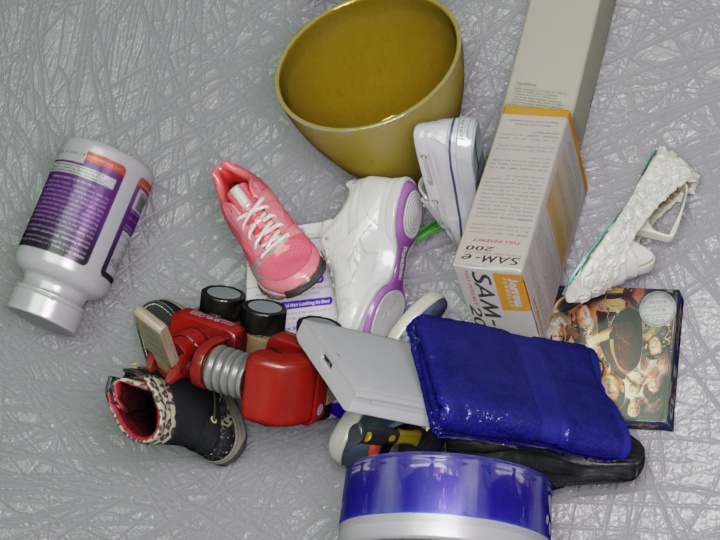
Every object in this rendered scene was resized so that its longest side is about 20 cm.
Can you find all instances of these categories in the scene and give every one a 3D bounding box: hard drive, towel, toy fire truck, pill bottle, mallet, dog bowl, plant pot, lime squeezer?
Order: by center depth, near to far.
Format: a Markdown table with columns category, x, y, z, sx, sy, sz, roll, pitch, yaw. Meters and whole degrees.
| category | x | y | z | sx | sy | sz | roll | pitch | yaw |
| --- | --- | --- | --- | --- | --- | --- | --- | --- | --- |
| towel | 0.143 | 0.113 | 1.563 | 0.148 | 0.198 | 0.050 | -105 | 34 | -52 |
| dog bowl | 0.079 | 0.231 | 1.572 | 0.198 | 0.200 | 0.080 | -2 | 69 | 19 |
| mallet | 0.037 | 0.145 | 1.574 | 0.041 | 0.200 | 0.066 | 23 | 85 | 23 |
| hard drive | 0.048 | 0.105 | 1.592 | 0.026 | 0.199 | 0.132 | -64 | 35 | 19 |
| toy fire truck | -0.129 | 0.083 | 1.612 | 0.175 | 0.200 | 0.130 | 17 | 111 | 25 |
| lime squeezer | 0.107 | -0.087 | 1.747 | 0.200 | 0.070 | 0.038 | -51 | 40 | 15 |
| plant pot | 0.025 | -0.170 | 1.759 | 0.198 | 0.143 | 0.201 | -11 | 47 | 12 |
| pill bottle | -0.313 | -0.036 | 1.860 | 0.111 | 0.111 | 0.202 | 16 | 76 | 24 |

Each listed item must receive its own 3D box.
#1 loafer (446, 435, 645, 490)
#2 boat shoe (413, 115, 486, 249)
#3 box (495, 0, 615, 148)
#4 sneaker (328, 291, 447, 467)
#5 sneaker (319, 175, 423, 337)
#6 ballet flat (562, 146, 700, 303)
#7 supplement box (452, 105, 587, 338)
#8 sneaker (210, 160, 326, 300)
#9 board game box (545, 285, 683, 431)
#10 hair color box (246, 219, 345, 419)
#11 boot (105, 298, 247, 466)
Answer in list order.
| category | x | y | z | sx | sy | sz | roll | pitch | yaw |
| --- | --- | --- | --- | --- | --- | --- | --- | --- | --- |
| loafer | 0.179 | 0.183 | 1.632 | 0.199 | 0.071 | 0.068 | 2 | 33 | 25 |
| boat shoe | 0.091 | -0.085 | 1.678 | 0.066 | 0.201 | 0.074 | 6 | 52 | 14 |
| box | 0.206 | -0.216 | 1.768 | 0.081 | 0.068 | 0.202 | 11 | 74 | 22 |
| sneaker | 0.051 | 0.121 | 1.701 | 0.084 | 0.075 | 0.201 | 28 | 86 | 18 |
| sneaker | 0.000 | 0.000 | 1.715 | 0.099 | 0.075 | 0.202 | 10 | 79 | 30 |
| ballet flat | 0.274 | -0.039 | 1.662 | 0.071 | 0.072 | 0.201 | 25 | 65 | 25 |
| supplement box | 0.160 | -0.045 | 1.662 | 0.073 | 0.126 | 0.201 | 6 | 55 | 22 |
| sneaker | -0.105 | -0.043 | 1.715 | 0.074 | 0.087 | 0.200 | -38 | 41 | -2 |
| board game box | 0.215 | 0.084 | 1.672 | 0.198 | 0.035 | 0.137 | 1 | 71 | 20 |
| hair color box | -0.061 | 0.055 | 1.765 | 0.108 | 0.065 | 0.202 | -7 | 70 | 18 |
| boot | -0.207 | 0.104 | 1.743 | 0.073 | 0.153 | 0.205 | -38 | 64 | 18 |
